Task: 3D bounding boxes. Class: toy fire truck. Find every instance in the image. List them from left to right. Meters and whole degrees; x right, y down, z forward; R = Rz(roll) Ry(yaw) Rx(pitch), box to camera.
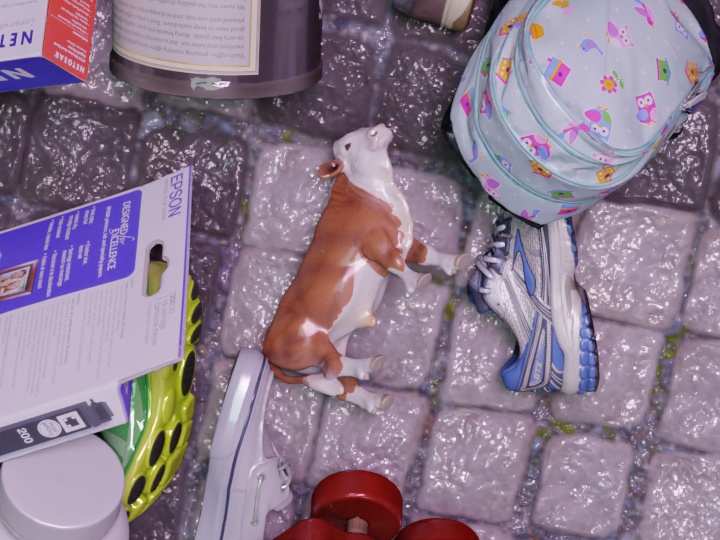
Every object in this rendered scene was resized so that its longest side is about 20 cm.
[{"bbox_3d":[-0.007,0.246,1.077,0.199,0.113,0.167,34,127,-29],"label":"toy fire truck"}]

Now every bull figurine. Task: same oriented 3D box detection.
[{"bbox_3d":[0.000,0.000,1.065,0.121,0.065,0.202,35,108,32],"label":"bull figurine"}]

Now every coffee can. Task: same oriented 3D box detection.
[{"bbox_3d":[-0.092,-0.229,0.986,0.144,0.147,0.202,5,112,3],"label":"coffee can"}]

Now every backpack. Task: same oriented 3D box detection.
[{"bbox_3d":[0.143,-0.129,0.981,0.167,0.127,0.200,40,56,1],"label":"backpack"}]

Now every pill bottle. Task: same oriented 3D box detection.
[{"bbox_3d":[-0.222,0.201,1.045,0.110,0.111,0.201,24,132,0],"label":"pill bottle"}]

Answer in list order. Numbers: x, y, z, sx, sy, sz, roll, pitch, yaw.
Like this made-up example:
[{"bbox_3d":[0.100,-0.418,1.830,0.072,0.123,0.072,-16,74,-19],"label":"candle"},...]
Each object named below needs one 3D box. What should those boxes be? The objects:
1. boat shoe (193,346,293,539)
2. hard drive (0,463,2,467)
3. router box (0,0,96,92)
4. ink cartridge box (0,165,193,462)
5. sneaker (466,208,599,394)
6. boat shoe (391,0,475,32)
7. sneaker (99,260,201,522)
[{"bbox_3d":[-0.080,0.153,1.100,0.066,0.074,0.202,12,110,-3],"label":"boat shoe"},{"bbox_3d":[-0.303,0.076,1.063,0.032,0.140,0.203,-10,97,6],"label":"hard drive"},{"bbox_3d":[-0.262,-0.209,1.001,0.198,0.049,0.182,-3,75,27],"label":"router box"},{"bbox_3d":[-0.197,0.032,1.019,0.198,0.199,0.044,-18,130,13],"label":"ink cartridge box"},{"bbox_3d":[0.113,-0.005,1.062,0.084,0.077,0.203,-11,96,9],"label":"sneaker"},{"bbox_3d":[0.063,-0.269,1.032,0.065,0.072,0.203,9,102,-3],"label":"boat shoe"},{"bbox_3d":[-0.168,0.089,1.100,0.083,0.074,0.203,14,98,23],"label":"sneaker"}]
